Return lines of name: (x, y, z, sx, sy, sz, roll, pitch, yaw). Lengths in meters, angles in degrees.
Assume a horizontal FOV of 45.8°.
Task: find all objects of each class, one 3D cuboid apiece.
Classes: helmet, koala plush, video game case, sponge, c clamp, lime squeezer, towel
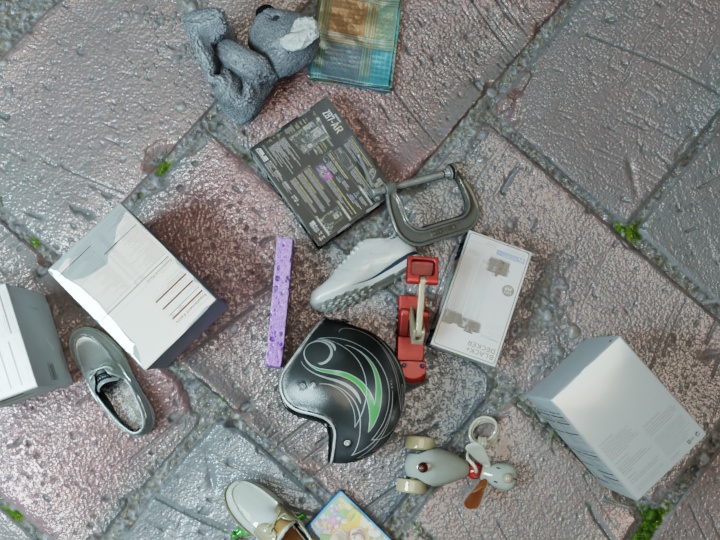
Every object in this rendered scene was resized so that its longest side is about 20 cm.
helmet: (-0.024, 0.188, 1.310, 0.190, 0.200, 0.200, 35, 82, 3)
koala plush: (-0.152, -0.347, 1.366, 0.200, 0.177, 0.184, -24, 96, -1)
video game case: (-0.050, 0.473, 1.359, 0.143, 0.018, 0.200, 44, 83, 1)
sponge: (-0.129, 0.055, 1.352, 0.030, 0.112, 0.201, 6, 83, -5)
c clamp: (0.105, -0.127, 1.406, 0.200, 0.027, 0.171, -11, 80, -27)
lime squeezer: (-0.182, 0.437, 1.351, 0.200, 0.038, 0.071, -44, 120, -8)
towel: (-0.006, -0.411, 1.459, 0.146, 0.022, 0.201, 7, 83, -4)

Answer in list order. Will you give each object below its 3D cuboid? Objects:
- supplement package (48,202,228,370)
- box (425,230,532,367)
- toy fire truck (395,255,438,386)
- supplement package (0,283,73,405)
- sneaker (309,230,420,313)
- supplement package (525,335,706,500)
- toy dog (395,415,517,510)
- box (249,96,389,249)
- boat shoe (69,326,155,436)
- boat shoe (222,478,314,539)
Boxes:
supplement package: (-0.329, 0.031, 1.299, 0.200, 0.191, 0.147, 45, 83, 2)
box: (0.195, 0.048, 1.403, 0.116, 0.060, 0.200, 21, 83, -1)
toy fire truck: (0.087, 0.083, 1.350, 0.049, 0.141, 0.201, 3, 83, -4)
supplement package: (-0.527, 0.117, 1.269, 0.111, 0.200, 0.156, -18, 85, -6)
sneaker: (0.000, 0.000, 1.396, 0.200, 0.076, 0.081, -27, 75, -11)
supplement package: (0.398, 0.228, 1.354, 0.152, 0.151, 0.200, -41, 88, -7)
toy dog: (0.152, 0.314, 1.353, 0.199, 0.096, 0.132, -13, 85, -6)
box: (-0.063, -0.161, 1.415, 0.160, 0.044, 0.200, -36, 88, -7)
boat shoe: (-0.391, 0.172, 1.339, 0.070, 0.072, 0.201, -35, 87, -7)
boat shoe: (-0.125, 0.393, 1.310, 0.200, 0.068, 0.075, 43, 63, -3)
